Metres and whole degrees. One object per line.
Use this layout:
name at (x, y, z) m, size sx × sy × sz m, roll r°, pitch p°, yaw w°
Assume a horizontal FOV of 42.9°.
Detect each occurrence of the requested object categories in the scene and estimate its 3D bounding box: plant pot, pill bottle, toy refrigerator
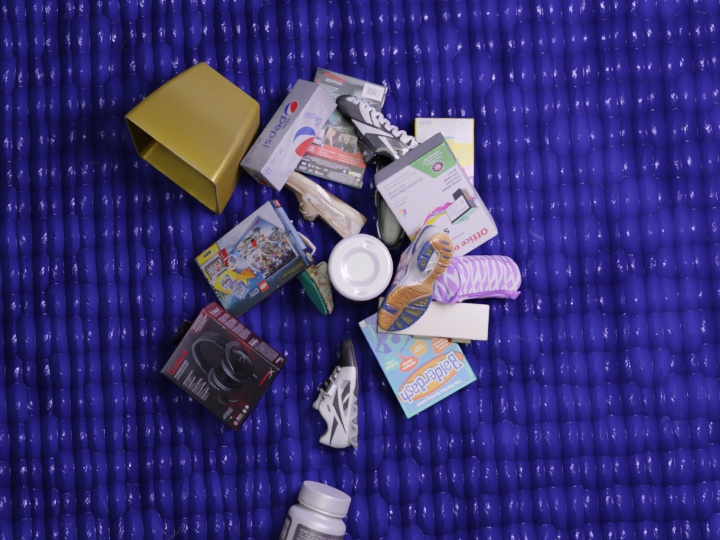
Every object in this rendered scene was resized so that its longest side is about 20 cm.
plant pot at (-0.287, -0.254, 1.674) m, size 0.199 × 0.200 × 0.177 m, roll 36°, pitch 76°, yaw 2°
pill bottle at (0.000, 0.000, 1.646) m, size 0.112 × 0.200 × 0.117 m, roll 0°, pitch 87°, yaw 0°
toy refrigerator at (0.128, 0.091, 1.658) m, size 0.196 × 0.076 × 0.071 m, roll 4°, pitch 85°, yaw -1°
pill bottle at (-0.093, 0.494, 1.660) m, size 0.112 × 0.114 × 0.203 m, roll 19°, pitch 87°, yaw 1°

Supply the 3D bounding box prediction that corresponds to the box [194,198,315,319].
box at (-0.196, -0.018, 1.689) m, size 0.199 × 0.038 × 0.138 m, roll -34°, pitch 87°, yaw 24°

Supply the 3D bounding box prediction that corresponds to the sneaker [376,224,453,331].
sneaker at (0.092, 0.013, 1.598) m, size 0.075 × 0.088 × 0.201 m, roll 28°, pitch 105°, yaw -23°

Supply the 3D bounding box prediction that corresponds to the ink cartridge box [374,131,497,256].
ink cartridge box at (0.137, -0.120, 1.649) m, size 0.144 × 0.084 × 0.201 m, roll -31°, pitch 109°, yaw 11°

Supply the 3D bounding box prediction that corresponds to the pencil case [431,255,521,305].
pencil case at (0.208, 0.016, 1.652) m, size 0.086 × 0.198 × 0.084 m, roll 54°, pitch 128°, yaw 27°

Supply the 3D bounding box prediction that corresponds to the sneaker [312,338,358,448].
sneaker at (-0.045, 0.227, 1.696) m, size 0.087 × 0.074 × 0.204 m, roll 1°, pitch 86°, yaw -2°

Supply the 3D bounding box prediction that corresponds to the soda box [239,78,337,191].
soda box at (-0.131, -0.250, 1.684) m, size 0.068 × 0.063 × 0.202 m, roll 22°, pitch 75°, yaw 43°

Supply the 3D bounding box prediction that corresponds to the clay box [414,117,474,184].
clay box at (0.157, -0.184, 1.733) m, size 0.113 × 0.048 × 0.204 m, roll 1°, pitch 88°, yaw 0°

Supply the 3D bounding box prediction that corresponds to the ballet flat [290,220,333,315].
ballet flat at (-0.100, -0.013, 1.715) m, size 0.064 × 0.076 × 0.201 m, roll -37°, pitch 90°, yaw -19°

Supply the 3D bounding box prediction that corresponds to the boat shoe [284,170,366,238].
boat shoe at (-0.085, -0.124, 1.720) m, size 0.198 × 0.072 × 0.066 m, roll 33°, pitch 89°, yaw -1°

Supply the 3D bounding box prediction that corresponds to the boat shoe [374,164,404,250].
boat shoe at (0.064, -0.141, 1.724) m, size 0.074 × 0.060 × 0.204 m, roll -2°, pitch 86°, yaw 1°

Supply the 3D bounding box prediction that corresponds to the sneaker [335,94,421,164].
sneaker at (0.020, -0.247, 1.696) m, size 0.199 × 0.067 × 0.091 m, roll 37°, pitch 82°, yaw 11°

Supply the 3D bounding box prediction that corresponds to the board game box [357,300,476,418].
board game box at (0.105, 0.150, 1.714) m, size 0.150 × 0.045 × 0.202 m, roll -29°, pitch 87°, yaw -2°

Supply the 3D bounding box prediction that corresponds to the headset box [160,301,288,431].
headset box at (-0.257, 0.169, 1.683) m, size 0.199 × 0.077 × 0.150 m, roll 38°, pitch 102°, yaw 1°

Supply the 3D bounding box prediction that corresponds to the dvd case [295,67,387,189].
dvd case at (-0.042, -0.272, 1.752) m, size 0.143 × 0.022 × 0.204 m, roll 15°, pitch 88°, yaw 1°
